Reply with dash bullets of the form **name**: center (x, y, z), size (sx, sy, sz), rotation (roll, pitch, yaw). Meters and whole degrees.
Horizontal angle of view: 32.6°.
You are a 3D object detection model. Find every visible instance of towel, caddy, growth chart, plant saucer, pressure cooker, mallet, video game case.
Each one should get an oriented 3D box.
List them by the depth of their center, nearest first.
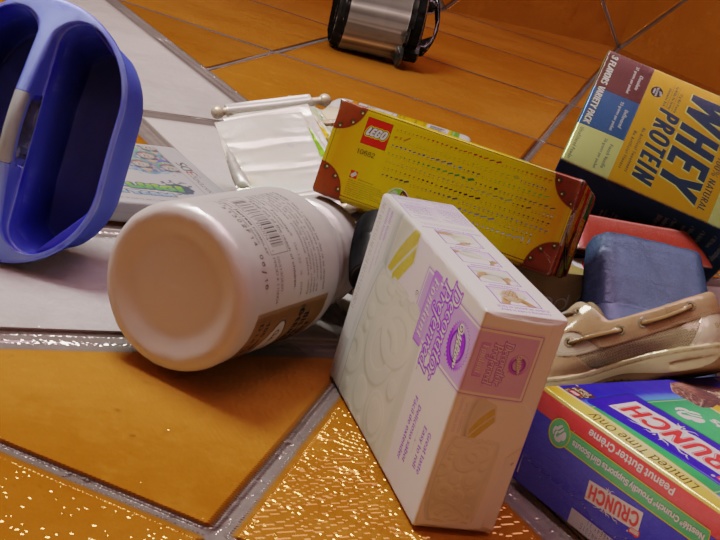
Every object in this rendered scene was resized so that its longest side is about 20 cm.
- **caddy**: center (-0.247, -0.105, 0.935), size (0.141, 0.201, 0.105), rotation (16, 2, 5)
- **mallet**: center (0.068, 0.023, 0.953), size (0.200, 0.041, 0.066), rotation (33, 38, -31)
- **towel**: center (0.235, 0.053, 1.019), size (0.111, 0.049, 0.200), rotation (15, 43, -2)
- **video game case**: center (-0.231, -0.087, 1.148), size (0.199, 0.024, 0.182), rotation (3, 22, -34)
- **growth chart**: center (-0.070, -0.112, 1.179), size (0.144, 0.018, 0.200), rotation (-3, 41, -12)
- **plant saucer**: center (0.216, -0.034, 1.236), size (0.199, 0.037, 0.199), rotation (7, -1, -37)
- **pressure cooker**: center (0.049, -0.476, 2.264), size (0.199, 0.177, 0.179), rotation (10, 23, -9)

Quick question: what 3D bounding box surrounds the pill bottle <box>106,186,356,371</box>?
- **pill bottle**: center (-0.080, -0.002, 0.889), size (0.114, 0.115, 0.200), rotation (24, 18, 21)

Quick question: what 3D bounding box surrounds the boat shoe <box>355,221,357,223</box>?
- **boat shoe**: center (0.035, -0.031, 1.155), size (0.199, 0.061, 0.076), rotation (8, 21, -22)

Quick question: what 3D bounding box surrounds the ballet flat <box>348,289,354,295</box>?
- **ballet flat**: center (0.000, 0.000, 1.014), size (0.199, 0.076, 0.068), rotation (21, 6, 13)

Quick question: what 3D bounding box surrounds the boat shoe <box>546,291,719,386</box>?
- **boat shoe**: center (0.167, 0.057, 0.911), size (0.199, 0.065, 0.071), rotation (-8, -9, 4)

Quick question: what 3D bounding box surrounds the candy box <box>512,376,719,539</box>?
- **candy box**: center (0.229, 0.140, 0.807), size (0.199, 0.077, 0.169), rotation (0, 24, -38)

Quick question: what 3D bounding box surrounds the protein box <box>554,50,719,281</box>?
- **protein box**: center (0.312, -0.097, 1.310), size (0.199, 0.135, 0.199), rotation (24, -16, 7)

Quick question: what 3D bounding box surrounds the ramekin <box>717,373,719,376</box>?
- **ramekin**: center (0.411, 0.082, 1.099), size (0.200, 0.098, 0.201), rotation (15, 19, -5)

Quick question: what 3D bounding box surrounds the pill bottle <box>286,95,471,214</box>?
- **pill bottle**: center (0.007, -0.116, 1.297), size (0.199, 0.111, 0.111), rotation (18, 18, 4)

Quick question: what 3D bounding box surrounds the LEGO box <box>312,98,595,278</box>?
- **LEGO box**: center (0.080, -0.063, 0.995), size (0.199, 0.077, 0.149), rotation (20, 4, 13)

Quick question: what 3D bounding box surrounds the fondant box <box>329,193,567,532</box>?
- **fondant box**: center (0.048, 0.052, 0.799), size (0.058, 0.145, 0.200), rotation (9, 20, -22)

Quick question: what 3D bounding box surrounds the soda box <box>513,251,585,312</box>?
- **soda box**: center (0.168, 0.020, 1.113), size (0.199, 0.068, 0.064), rotation (6, 22, -28)
